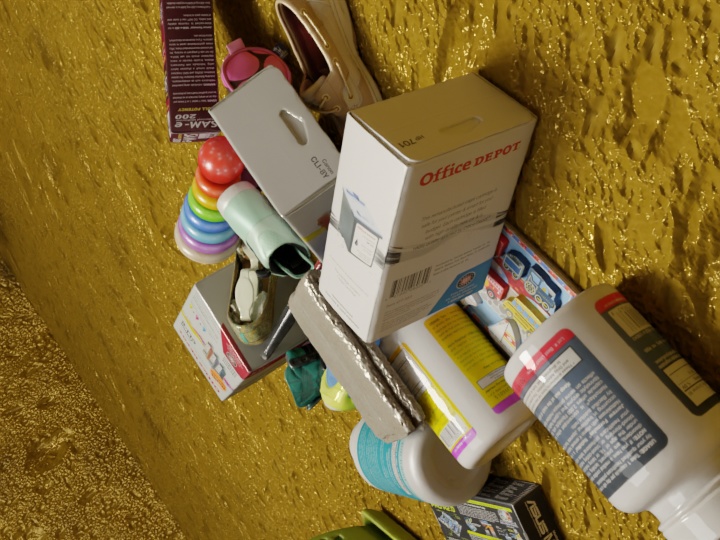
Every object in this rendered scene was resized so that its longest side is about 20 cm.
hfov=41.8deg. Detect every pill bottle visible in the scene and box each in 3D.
[{"bbox_3d":[0.061,0.216,1.136,0.200,0.110,0.111,-10,107,62],"label":"pill bottle"},{"bbox_3d":[0.221,0.120,0.748,0.200,0.119,0.120,51,152,21],"label":"pill bottle"},{"bbox_3d":[0.088,0.098,0.980,0.200,0.104,0.104,51,152,20],"label":"pill bottle"}]

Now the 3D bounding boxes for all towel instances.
[{"bbox_3d":[-0.006,0.093,0.996,0.200,0.034,0.133,55,162,5],"label":"towel"}]

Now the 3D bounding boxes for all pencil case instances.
[{"bbox_3d":[-0.130,-0.178,1.118,0.094,0.091,0.200,46,153,14],"label":"pencil case"}]

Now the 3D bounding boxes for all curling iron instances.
[{"bbox_3d":[-0.074,0.044,1.189,0.200,0.025,0.050,-49,50,27],"label":"curling iron"}]

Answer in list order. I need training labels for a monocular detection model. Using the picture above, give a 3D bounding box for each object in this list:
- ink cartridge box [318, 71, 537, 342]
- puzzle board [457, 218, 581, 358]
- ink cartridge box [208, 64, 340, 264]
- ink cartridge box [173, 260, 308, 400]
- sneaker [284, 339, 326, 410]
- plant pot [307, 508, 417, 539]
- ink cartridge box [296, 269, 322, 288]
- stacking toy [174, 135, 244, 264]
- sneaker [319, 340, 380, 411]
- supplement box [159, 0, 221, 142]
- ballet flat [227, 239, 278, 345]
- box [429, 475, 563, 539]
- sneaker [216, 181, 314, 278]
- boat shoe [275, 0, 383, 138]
[{"bbox_3d":[0.054,-0.053,0.818,0.086,0.146,0.201,44,141,33],"label":"ink cartridge box"},{"bbox_3d":[0.121,0.000,0.924,0.200,0.017,0.151,48,151,25],"label":"puzzle board"},{"bbox_3d":[-0.064,-0.103,0.989,0.145,0.083,0.200,54,179,17],"label":"ink cartridge box"},{"bbox_3d":[-0.161,0.076,1.355,0.146,0.144,0.200,56,154,6],"label":"ink cartridge box"},{"bbox_3d":[-0.033,0.130,1.207,0.200,0.120,0.084,6,121,58],"label":"sneaker"},{"bbox_3d":[0.021,0.490,1.394,0.199,0.181,0.201,27,138,48],"label":"plant pot"},{"bbox_3d":[0.000,0.000,1.033,0.044,0.094,0.200,61,160,1],"label":"ink cartridge box"},{"bbox_3d":[-0.176,-0.092,1.135,0.085,0.085,0.200,52,151,18],"label":"stacking toy"},{"bbox_3d":[0.030,0.107,1.087,0.199,0.076,0.106,-10,93,32],"label":"sneaker"},{"bbox_3d":[-0.199,-0.254,1.094,0.109,0.061,0.201,-170,76,-78],"label":"supplement box"},{"bbox_3d":[-0.140,-0.004,1.234,0.071,0.070,0.201,140,136,-63],"label":"ballet flat"},{"bbox_3d":[0.169,0.323,1.124,0.200,0.044,0.161,-12,104,63],"label":"box"},{"bbox_3d":[-0.092,-0.022,1.135,0.118,0.074,0.200,51,-174,24],"label":"sneaker"},{"bbox_3d":[-0.032,-0.190,0.949,0.074,0.069,0.201,3,118,60],"label":"boat shoe"}]
